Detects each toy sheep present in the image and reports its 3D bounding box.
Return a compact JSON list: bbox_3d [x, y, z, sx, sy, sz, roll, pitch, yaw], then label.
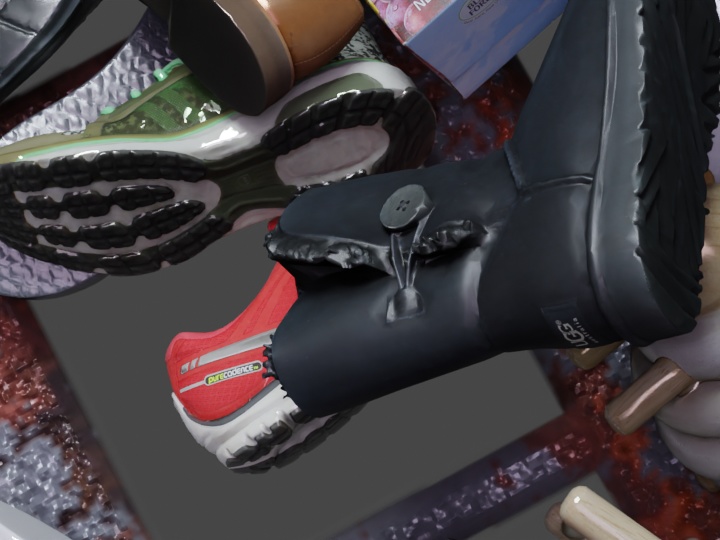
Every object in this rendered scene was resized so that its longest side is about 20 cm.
[{"bbox_3d":[0.173,0.037,0.733,0.200,0.138,0.138,42,86,-30],"label":"toy sheep"}]

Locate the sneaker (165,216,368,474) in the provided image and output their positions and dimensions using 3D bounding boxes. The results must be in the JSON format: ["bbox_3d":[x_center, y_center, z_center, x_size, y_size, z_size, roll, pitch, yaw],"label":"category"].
[{"bbox_3d":[0.000,0.000,0.780,0.200,0.077,0.085,-37,72,-3],"label":"sneaker"}]

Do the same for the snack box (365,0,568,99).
[{"bbox_3d":[0.041,-0.201,0.760,0.169,0.068,0.200,-42,58,9],"label":"snack box"}]

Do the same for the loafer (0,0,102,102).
[{"bbox_3d":[-0.137,-0.134,0.808,0.073,0.072,0.200,39,87,14],"label":"loafer"}]

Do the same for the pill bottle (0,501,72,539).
[{"bbox_3d":[-0.177,0.198,0.746,0.112,0.112,0.200,31,85,8],"label":"pill bottle"}]

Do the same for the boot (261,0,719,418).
[{"bbox_3d":[0.047,-0.043,0.698,0.168,0.076,0.200,-12,50,31],"label":"boot"}]

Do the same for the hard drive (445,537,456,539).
[{"bbox_3d":[0.026,0.173,0.688,0.038,0.200,0.140,17,83,7],"label":"hard drive"}]

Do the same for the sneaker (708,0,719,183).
[{"bbox_3d":[0.149,-0.118,0.786,0.115,0.075,0.200,3,74,-6],"label":"sneaker"}]

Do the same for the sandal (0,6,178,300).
[{"bbox_3d":[-0.102,-0.062,0.817,0.076,0.043,0.200,41,77,2],"label":"sandal"}]

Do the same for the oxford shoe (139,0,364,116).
[{"bbox_3d":[-0.076,-0.153,0.742,0.071,0.071,0.200,-35,77,-25],"label":"oxford shoe"}]

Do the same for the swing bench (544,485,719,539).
[{"bbox_3d":[0.151,0.174,0.678,0.200,0.199,0.130,17,84,6],"label":"swing bench"}]

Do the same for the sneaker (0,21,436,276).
[{"bbox_3d":[-0.071,-0.060,0.776,0.200,0.077,0.089,-13,46,-3],"label":"sneaker"}]
